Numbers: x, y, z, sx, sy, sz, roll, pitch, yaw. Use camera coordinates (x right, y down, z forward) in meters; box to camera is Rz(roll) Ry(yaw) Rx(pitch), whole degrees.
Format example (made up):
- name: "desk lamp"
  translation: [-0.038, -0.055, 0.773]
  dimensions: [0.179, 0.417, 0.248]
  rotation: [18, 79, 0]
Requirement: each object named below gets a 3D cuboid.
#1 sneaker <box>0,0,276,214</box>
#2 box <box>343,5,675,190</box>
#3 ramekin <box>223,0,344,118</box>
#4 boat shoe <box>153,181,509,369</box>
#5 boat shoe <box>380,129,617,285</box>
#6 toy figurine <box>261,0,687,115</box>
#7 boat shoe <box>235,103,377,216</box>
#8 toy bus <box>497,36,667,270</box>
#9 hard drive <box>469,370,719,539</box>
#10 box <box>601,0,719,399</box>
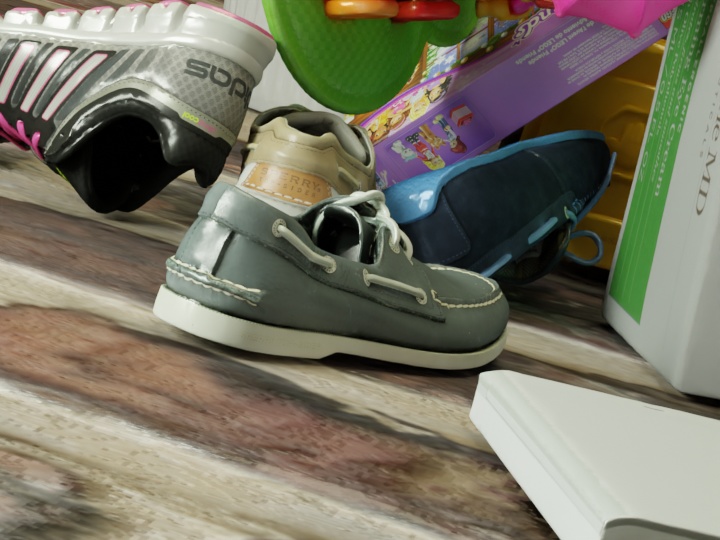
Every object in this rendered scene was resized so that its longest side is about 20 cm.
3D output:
- name: "sneaker"
  translation: [-0.134, -0.069, 1.336]
  dimensions: [0.200, 0.088, 0.074]
  rotation: [-4, -26, 29]
- name: "box"
  translation: [0.081, -0.124, 1.479]
  dimensions: [0.039, 0.200, 0.137]
  rotation: [48, 23, -24]
- name: "ramekin"
  translation: [-0.003, -0.150, 1.962]
  dimensions: [0.200, 0.105, 0.200]
  rotation: [14, 9, -2]
- name: "boat shoe"
  translation: [0.000, 0.000, 1.155]
  dimensions: [0.073, 0.062, 0.200]
  rotation: [22, 11, 38]
- name: "boat shoe"
  translation: [0.066, -0.022, 1.403]
  dimensions: [0.084, 0.069, 0.200]
  rotation: [-19, 0, 35]
- name: "toy figurine"
  translation: [0.082, -0.148, 1.342]
  dimensions: [0.184, 0.150, 0.200]
  rotation: [1, 1, 32]
- name: "boat shoe"
  translation: [-0.021, -0.041, 1.357]
  dimensions: [0.075, 0.068, 0.200]
  rotation: [15, 8, -1]
- name: "toy bus"
  translation: [0.152, -0.092, 1.579]
  dimensions: [0.136, 0.192, 0.200]
  rotation: [14, 7, 5]
- name: "hard drive"
  translation: [0.119, 0.080, 0.978]
  dimensions: [0.132, 0.026, 0.200]
  rotation: [13, 8, -11]
- name: "box"
  translation: [0.238, -0.034, 1.331]
  dimensions: [0.200, 0.199, 0.171]
  rotation: [11, 10, -10]
